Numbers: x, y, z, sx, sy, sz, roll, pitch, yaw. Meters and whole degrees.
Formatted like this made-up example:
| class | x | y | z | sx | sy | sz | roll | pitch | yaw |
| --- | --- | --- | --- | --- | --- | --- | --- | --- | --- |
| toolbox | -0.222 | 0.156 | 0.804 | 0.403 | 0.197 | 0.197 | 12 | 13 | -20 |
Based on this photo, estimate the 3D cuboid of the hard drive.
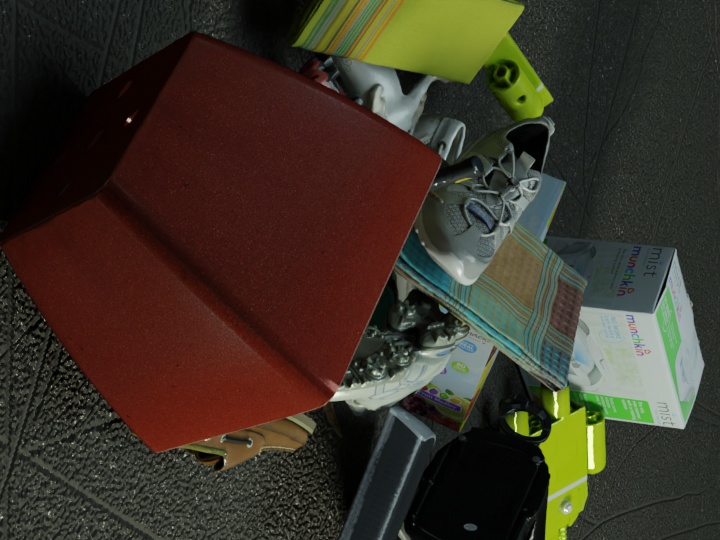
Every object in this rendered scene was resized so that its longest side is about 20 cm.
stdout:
| class | x | y | z | sx | sy | sz | roll | pitch | yaw |
| --- | --- | --- | --- | --- | --- | --- | --- | --- | --- |
| hard drive | 0.023 | 0.185 | 1.479 | 0.200 | 0.042 | 0.135 | 66 | 46 | -81 |

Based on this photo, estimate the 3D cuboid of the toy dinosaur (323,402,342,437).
| class | x | y | z | sx | sy | sz | roll | pitch | yaw |
| --- | --- | --- | --- | --- | --- | --- | --- | --- | --- |
| toy dinosaur | -0.061 | 0.056 | 1.382 | 0.200 | 0.060 | 0.106 | 25 | 95 | -55 |

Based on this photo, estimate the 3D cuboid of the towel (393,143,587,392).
| class | x | y | z | sx | sy | sz | roll | pitch | yaw |
| --- | --- | --- | --- | --- | --- | --- | --- | --- | --- |
| towel | 0.105 | -0.005 | 1.444 | 0.200 | 0.022 | 0.147 | 37 | 41 | -17 |

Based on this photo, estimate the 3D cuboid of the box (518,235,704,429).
| class | x | y | z | sx | sy | sz | roll | pitch | yaw |
| --- | --- | --- | --- | --- | --- | --- | --- | --- | --- |
| box | 0.257 | 0.063 | 1.855 | 0.097 | 0.176 | 0.200 | -64 | 148 | -33 |

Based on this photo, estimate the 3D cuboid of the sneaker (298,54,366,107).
| class | x | y | z | sx | sy | sz | roll | pitch | yaw |
| --- | --- | --- | --- | --- | --- | --- | --- | --- | --- |
| sneaker | -0.033 | -0.086 | 1.279 | 0.071 | 0.098 | 0.200 | 52 | 6 | -28 |

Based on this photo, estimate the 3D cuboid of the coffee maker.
| class | x | y | z | sx | sy | sz | roll | pitch | yaw |
| --- | --- | --- | --- | --- | --- | --- | --- | --- | --- |
| coffee maker | 0.126 | 0.259 | 1.654 | 0.192 | 0.135 | 0.200 | -35 | 143 | -28 |

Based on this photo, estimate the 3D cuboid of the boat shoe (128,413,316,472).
| class | x | y | z | sx | sy | sz | roll | pitch | yaw |
| --- | --- | --- | --- | --- | --- | --- | --- | --- | --- |
| boat shoe | -0.106 | 0.110 | 1.283 | 0.200 | 0.072 | 0.068 | 30 | 81 | -54 |

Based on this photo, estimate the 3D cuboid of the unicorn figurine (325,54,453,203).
| class | x | y | z | sx | sy | sz | roll | pitch | yaw |
| --- | --- | --- | --- | --- | --- | --- | --- | --- | --- |
| unicorn figurine | 0.022 | -0.149 | 1.432 | 0.200 | 0.074 | 0.137 | 53 | 46 | -2 |

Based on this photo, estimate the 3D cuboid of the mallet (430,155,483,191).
| class | x | y | z | sx | sy | sz | roll | pitch | yaw |
| --- | --- | --- | --- | --- | --- | --- | --- | --- | --- |
| mallet | 0.002 | -0.049 | 1.320 | 0.066 | 0.200 | 0.041 | -6 | 80 | -73 |

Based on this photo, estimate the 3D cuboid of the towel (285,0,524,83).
| class | x | y | z | sx | sy | sz | roll | pitch | yaw |
| --- | --- | --- | --- | --- | --- | --- | --- | --- | --- |
| towel | 0.036 | -0.192 | 1.346 | 0.200 | 0.018 | 0.086 | 5 | 133 | -44 |

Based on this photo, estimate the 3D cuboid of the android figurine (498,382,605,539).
| class | x | y | z | sx | sy | sz | roll | pitch | yaw |
| --- | --- | --- | --- | --- | --- | --- | --- | --- | --- |
| android figurine | 0.189 | 0.216 | 1.857 | 0.182 | 0.041 | 0.200 | -21 | 118 | -34 |

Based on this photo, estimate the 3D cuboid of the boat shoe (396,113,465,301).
| class | x | y | z | sx | sy | sz | roll | pitch | yaw |
| --- | --- | --- | --- | --- | --- | --- | --- | --- | --- |
| boat shoe | 0.061 | -0.039 | 1.564 | 0.071 | 0.069 | 0.201 | -15 | 110 | -63 |

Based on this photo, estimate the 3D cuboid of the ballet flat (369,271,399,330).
| class | x | y | z | sx | sy | sz | roll | pitch | yaw |
| --- | --- | --- | --- | --- | --- | --- | --- | --- | --- |
| ballet flat | 0.000 | 0.000 | 1.465 | 0.072 | 0.072 | 0.201 | -4 | 101 | -63 |

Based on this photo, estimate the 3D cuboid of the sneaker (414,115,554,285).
| class | x | y | z | sx | sy | sz | roll | pitch | yaw |
| --- | --- | --- | --- | --- | --- | --- | --- | --- | --- |
| sneaker | 0.103 | -0.067 | 1.408 | 0.075 | 0.082 | 0.200 | 42 | 38 | -13 |

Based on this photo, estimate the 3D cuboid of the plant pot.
| class | x | y | z | sx | sy | sz | roll | pitch | yaw |
| --- | --- | --- | --- | --- | --- | --- | --- | --- | --- |
| plant pot | -0.103 | -0.028 | 1.099 | 0.176 | 0.200 | 0.200 | 40 | 55 | -23 |

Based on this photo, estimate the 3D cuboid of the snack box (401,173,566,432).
| class | x | y | z | sx | sy | sz | roll | pitch | yaw |
| --- | --- | --- | --- | --- | --- | --- | --- | --- | --- |
| snack box | 0.111 | 0.024 | 1.600 | 0.200 | 0.068 | 0.169 | 107 | 9 | -53 |

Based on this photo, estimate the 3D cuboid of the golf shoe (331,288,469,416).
| class | x | y | z | sx | sy | sz | roll | pitch | yaw |
| --- | --- | --- | --- | --- | --- | --- | --- | --- | --- |
| golf shoe | 0.007 | 0.085 | 1.376 | 0.200 | 0.078 | 0.097 | -14 | 135 | -48 |

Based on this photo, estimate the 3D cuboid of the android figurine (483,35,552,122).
| class | x | y | z | sx | sy | sz | roll | pitch | yaw |
| --- | --- | --- | --- | --- | --- | --- | --- | --- | --- |
| android figurine | 0.106 | -0.203 | 1.521 | 0.182 | 0.041 | 0.200 | 61 | 9 | 32 |
